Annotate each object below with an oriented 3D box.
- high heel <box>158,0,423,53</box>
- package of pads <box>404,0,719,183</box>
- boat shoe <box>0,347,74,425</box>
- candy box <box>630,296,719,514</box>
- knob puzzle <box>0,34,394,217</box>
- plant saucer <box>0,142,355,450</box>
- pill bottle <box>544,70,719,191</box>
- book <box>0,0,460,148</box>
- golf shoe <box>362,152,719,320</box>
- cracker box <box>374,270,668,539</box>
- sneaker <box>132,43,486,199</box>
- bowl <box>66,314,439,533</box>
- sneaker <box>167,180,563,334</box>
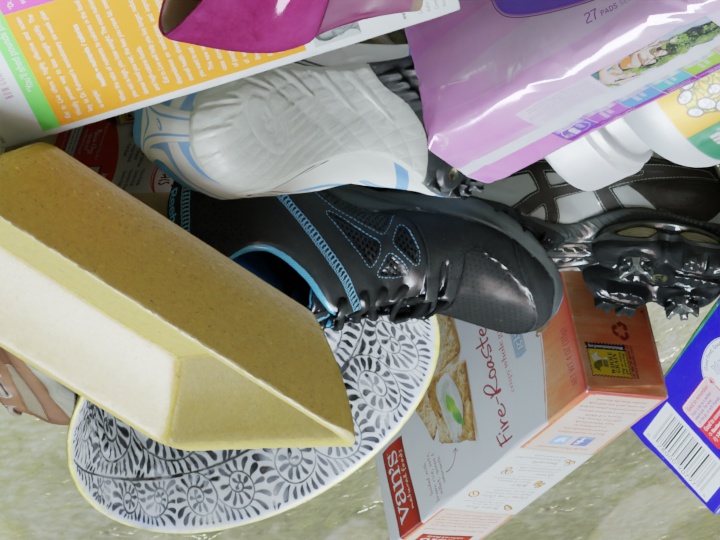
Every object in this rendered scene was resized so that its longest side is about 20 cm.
[{"bbox_3d":[-0.025,-0.154,0.819,0.095,0.068,0.201,-12,132,-11],"label":"high heel"},{"bbox_3d":[0.104,-0.132,0.989,0.199,0.121,0.075,-27,155,29],"label":"package of pads"},{"bbox_3d":[-0.179,0.030,1.247,0.071,0.076,0.200,-2,150,12],"label":"boat shoe"},{"bbox_3d":[0.255,0.017,1.290,0.199,0.077,0.169,-34,164,-30],"label":"candy box"},{"bbox_3d":[-0.066,-0.080,1.124,0.218,0.031,0.220,-10,155,-5],"label":"knob puzzle"},{"bbox_3d":[-0.112,0.009,1.054,0.199,0.049,0.200,34,161,-21],"label":"plant saucer"},{"bbox_3d":[0.165,-0.113,1.058,0.199,0.114,0.112,-27,150,28],"label":"pill bottle"},{"bbox_3d":[-0.070,-0.122,0.928,0.198,0.048,0.134,-14,149,4],"label":"book"},{"bbox_3d":[0.088,-0.038,1.209,0.198,0.095,0.078,12,152,-12],"label":"golf shoe"},{"bbox_3d":[0.075,0.050,1.315,0.057,0.135,0.200,6,148,-30],"label":"cracker box"},{"bbox_3d":[-0.010,-0.068,1.075,0.199,0.073,0.072,-2,-165,-40],"label":"sneaker"},{"bbox_3d":[-0.069,0.034,1.248,0.199,0.095,0.202,-18,141,-15],"label":"bowl"},{"bbox_3d":[0.000,0.000,1.126,0.199,0.082,0.073,19,147,-17],"label":"sneaker"}]
